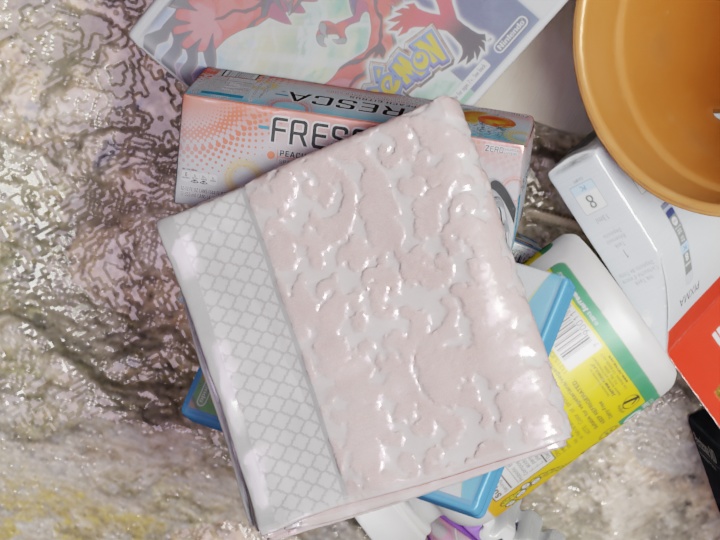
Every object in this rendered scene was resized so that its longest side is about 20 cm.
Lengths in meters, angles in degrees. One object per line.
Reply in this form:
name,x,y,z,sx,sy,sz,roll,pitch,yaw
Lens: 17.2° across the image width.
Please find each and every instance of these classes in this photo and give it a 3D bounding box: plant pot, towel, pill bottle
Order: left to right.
towel,-0.001,0.029,1.301,0.190,0.032,0.201,-21,82,16
pill bottle,0.075,0.078,1.389,0.200,0.113,0.113,-36,98,2
plant pot,0.241,-0.131,1.352,0.199,0.140,0.201,2,93,36

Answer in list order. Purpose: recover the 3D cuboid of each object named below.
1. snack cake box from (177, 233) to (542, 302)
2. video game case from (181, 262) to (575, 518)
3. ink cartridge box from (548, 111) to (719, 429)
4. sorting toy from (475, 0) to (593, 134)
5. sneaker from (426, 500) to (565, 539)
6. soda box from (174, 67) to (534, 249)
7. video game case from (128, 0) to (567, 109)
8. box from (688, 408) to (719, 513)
snack cake box,0.000,0.000,1.464,0.199,0.067,0.115,23,97,-6
video game case,0.008,0.046,1.354,0.199,0.018,0.144,16,75,28
ink cartridge box,0.218,-0.020,1.435,0.047,0.160,0.200,-28,99,46
sorting toy,0.112,-0.167,1.437,0.180,0.107,0.200,27,114,-20
sneaker,0.074,0.179,1.491,0.200,0.081,0.088,44,112,-4
soda box,-0.004,-0.064,1.357,0.199,0.064,0.069,9,111,7
video game case,-0.006,-0.150,1.372,0.182,0.023,0.200,40,112,-6
box,0.295,0.176,1.462,0.107,0.148,0.201,-20,98,-1
